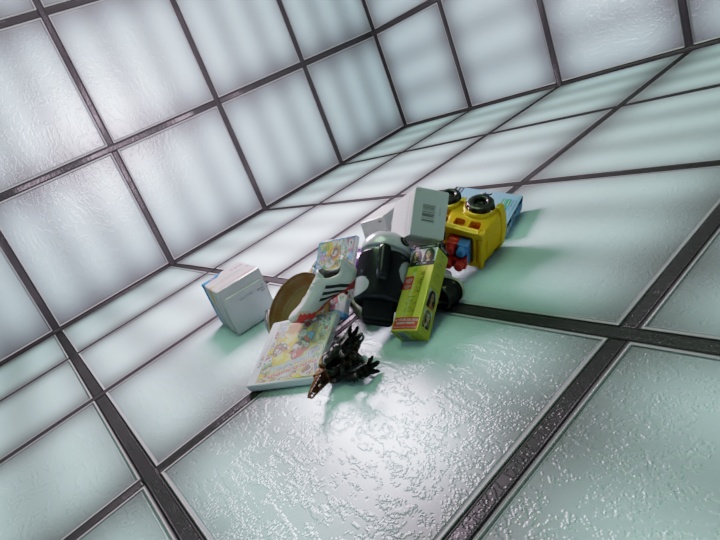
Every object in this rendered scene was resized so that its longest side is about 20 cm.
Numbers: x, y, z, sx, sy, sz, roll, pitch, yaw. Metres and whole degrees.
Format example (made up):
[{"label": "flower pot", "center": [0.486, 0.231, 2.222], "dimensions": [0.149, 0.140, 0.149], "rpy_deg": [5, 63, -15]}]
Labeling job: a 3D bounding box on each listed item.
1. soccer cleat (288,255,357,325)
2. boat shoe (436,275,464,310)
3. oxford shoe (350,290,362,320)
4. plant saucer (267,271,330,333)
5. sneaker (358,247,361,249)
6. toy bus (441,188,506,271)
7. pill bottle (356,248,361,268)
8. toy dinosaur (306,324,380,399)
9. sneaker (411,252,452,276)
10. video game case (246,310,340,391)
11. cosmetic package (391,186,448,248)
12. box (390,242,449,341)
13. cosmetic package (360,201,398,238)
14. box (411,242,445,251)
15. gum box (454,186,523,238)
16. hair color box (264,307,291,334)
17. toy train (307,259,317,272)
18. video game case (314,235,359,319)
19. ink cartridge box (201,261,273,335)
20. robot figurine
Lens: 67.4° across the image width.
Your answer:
[{"label": "soccer cleat", "center": [-0.093, 0.045, 1.230], "dimensions": [0.197, 0.086, 0.069], "rpy_deg": [-34, 22, 9]}, {"label": "boat shoe", "center": [0.136, 0.046, 1.208], "dimensions": [0.197, 0.076, 0.062], "rpy_deg": [3, 23, 46]}, {"label": "oxford shoe", "center": [-0.004, 0.066, 1.334], "dimensions": [0.057, 0.077, 0.200], "rpy_deg": [-32, 27, -9]}, {"label": "plant saucer", "center": [-0.144, 0.107, 1.326], "dimensions": [0.195, 0.035, 0.208], "rpy_deg": [-15, 62, 30]}, {"label": "sneaker", "center": [-0.013, -0.022, 1.604], "dimensions": [0.076, 0.076, 0.199], "rpy_deg": [-42, 15, -7]}, {"label": "toy bus", "center": [0.230, -0.083, 1.299], "dimensions": [0.195, 0.139, 0.193], "rpy_deg": [17, 48, 29]}, {"label": "pill bottle", "center": [0.000, 0.000, 1.442], "dimensions": [0.196, 0.115, 0.111], "rpy_deg": [-1, 28, 48]}, {"label": "toy dinosaur", "center": [-0.038, 0.188, 1.073], "dimensions": [0.134, 0.102, 0.204], "rpy_deg": [-28, 31, 41]}, {"label": "sneaker", "center": [0.144, -0.004, 1.316], "dimensions": [0.097, 0.080, 0.199], "rpy_deg": [-18, 38, -31]}, {"label": "video game case", "center": [-0.150, 0.180, 1.215], "dimensions": [0.194, 0.023, 0.185], "rpy_deg": [-13, 40, 30]}, {"label": "cosmetic package", "center": [0.131, -0.117, 1.253], "dimensions": [0.081, 0.112, 0.200], "rpy_deg": [9, -4, -8]}, {"label": "box", "center": [0.126, 0.044, 1.127], "dimensions": [0.074, 0.050, 0.206], "rpy_deg": [-6, 57, 43]}, {"label": "cosmetic package", "center": [0.083, -0.130, 1.632], "dimensions": [0.082, 0.111, 0.200], "rpy_deg": [-12, 14, 27]}, {"label": "box", "center": [0.214, -0.094, 1.518], "dimensions": [0.195, 0.051, 0.197], "rpy_deg": [-3, 26, 43]}, {"label": "gum box", "center": [0.323, -0.162, 1.461], "dimensions": [0.194, 0.046, 0.170], "rpy_deg": [13, 38, 25]}, {"label": "hair color box", "center": [-0.156, 0.107, 1.436], "dimensions": [0.194, 0.062, 0.099], "rpy_deg": [-25, 19, -2]}, {"label": "toy train", "center": [-0.120, 0.020, 1.563], "dimensions": [0.202, 0.085, 0.113], "rpy_deg": [-55, 15, -29]}, {"label": "video game case", "center": [-0.069, 0.021, 1.341], "dimensions": [0.140, 0.018, 0.208], "rpy_deg": [-8, 68, 44]}, {"label": "ink cartridge box", "center": [-0.369, 0.080, 1.639], "dimensions": [0.145, 0.149, 0.198], "rpy_deg": [-32, 20, -22]}, {"label": "robot figurine", "center": [0.051, 0.016, 1.187], "dimensions": [0.148, 0.122, 0.208], "rpy_deg": [-19, 57, 53]}]
